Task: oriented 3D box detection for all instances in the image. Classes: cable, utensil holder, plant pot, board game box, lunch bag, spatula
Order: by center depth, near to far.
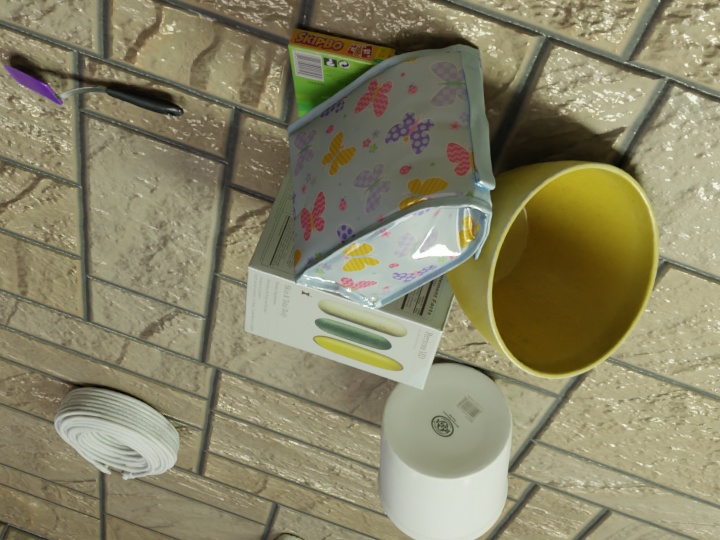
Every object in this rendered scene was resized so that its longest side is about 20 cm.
[{"bbox_3d":[0.039,-0.081,1.337,0.127,0.170,0.200,19,143,-37],"label":"lunch bag"},{"bbox_3d":[0.155,-0.016,1.426,0.200,0.200,0.142,42,170,-36],"label":"plant pot"},{"bbox_3d":[-0.012,-0.148,1.440,0.095,0.030,0.200,13,150,11],"label":"board game box"},{"bbox_3d":[-0.272,-0.180,1.560,0.200,0.021,0.057,10,164,14],"label":"spatula"},{"bbox_3d":[0.104,0.229,1.909,0.170,0.170,0.200,15,151,10],"label":"utensil holder"},{"bbox_3d":[-0.375,0.252,2.383,0.200,0.069,0.200,-6,143,39],"label":"cable"}]

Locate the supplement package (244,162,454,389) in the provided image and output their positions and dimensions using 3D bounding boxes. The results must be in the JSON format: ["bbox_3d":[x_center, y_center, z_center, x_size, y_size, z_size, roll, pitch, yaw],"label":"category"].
[{"bbox_3d":[0.000,0.000,1.569,0.200,0.151,0.152,18,153,3],"label":"supplement package"}]

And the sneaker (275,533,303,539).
[{"bbox_3d":[-0.152,0.546,2.729,0.077,0.111,0.200,25,153,-9],"label":"sneaker"}]
